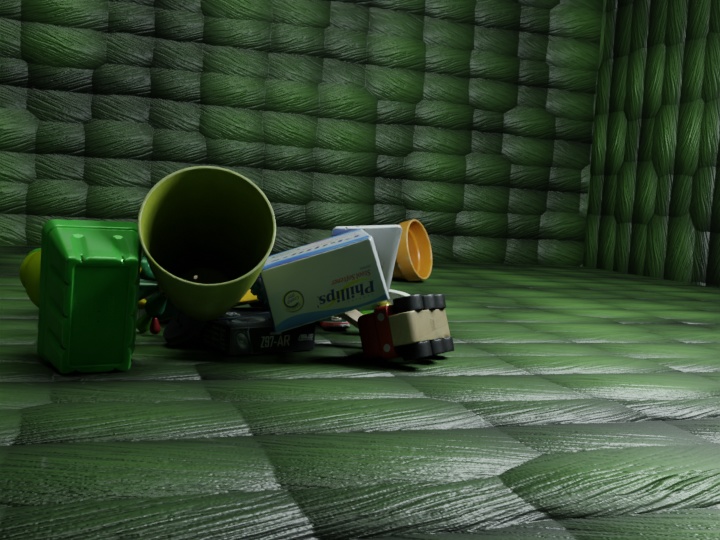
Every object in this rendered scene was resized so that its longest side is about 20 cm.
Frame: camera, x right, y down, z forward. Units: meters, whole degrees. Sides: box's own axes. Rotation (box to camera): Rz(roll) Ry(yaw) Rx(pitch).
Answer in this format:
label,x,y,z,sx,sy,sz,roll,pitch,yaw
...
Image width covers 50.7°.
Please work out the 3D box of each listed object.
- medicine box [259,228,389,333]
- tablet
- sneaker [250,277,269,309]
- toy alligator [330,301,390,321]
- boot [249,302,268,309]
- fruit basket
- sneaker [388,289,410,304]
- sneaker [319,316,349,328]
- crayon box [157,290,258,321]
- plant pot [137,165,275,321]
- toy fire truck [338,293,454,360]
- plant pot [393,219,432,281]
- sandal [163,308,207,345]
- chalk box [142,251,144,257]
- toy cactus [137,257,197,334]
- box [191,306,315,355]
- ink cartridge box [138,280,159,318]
label,x,y,z,sx,sy,sz,roll,pitch,yaw
medicine box,-0.061,0.011,1.215,0.179,0.105,0.200,-17,7,-3
tablet,0.000,0.000,1.384,0.127,0.203,0.014,-2,41,-14
sneaker,-0.151,0.019,1.370,0.088,0.201,0.074,-49,25,-22
toy alligator,0.038,0.098,1.437,0.195,0.060,0.055,0,-38,-4
boot,-0.171,0.056,1.551,0.076,0.202,0.168,-34,56,-22
fruit basket,-0.387,0.025,1.054,0.153,0.221,0.215,1,5,-28
sneaker,0.040,0.070,1.599,0.196,0.077,0.084,5,9,20
sneaker,-0.070,0.059,1.536,0.069,0.096,0.199,2,5,-21
crayon box,-0.274,0.050,1.441,0.197,0.053,0.125,-12,-2,26
plant pot,-0.224,-0.014,1.103,0.183,0.190,0.201,2,-29,-12
toy fire truck,0.033,0.089,1.243,0.197,0.131,0.175,-14,-7,24
plant pot,0.122,-0.055,2.572,0.180,0.205,0.199,-11,-3,28
sandal,-0.248,0.037,1.232,0.043,0.200,0.076,51,-12,-30
chalk box,-0.305,-0.034,1.422,0.196,0.126,0.124,-12,-1,-20
toy cactus,-0.346,0.032,1.246,0.161,0.203,0.103,-9,37,-7
box,-0.193,0.099,1.278,0.158,0.045,0.198,1,6,-36
ink cartridge box,-0.453,0.045,1.483,0.142,0.085,0.200,4,6,10
